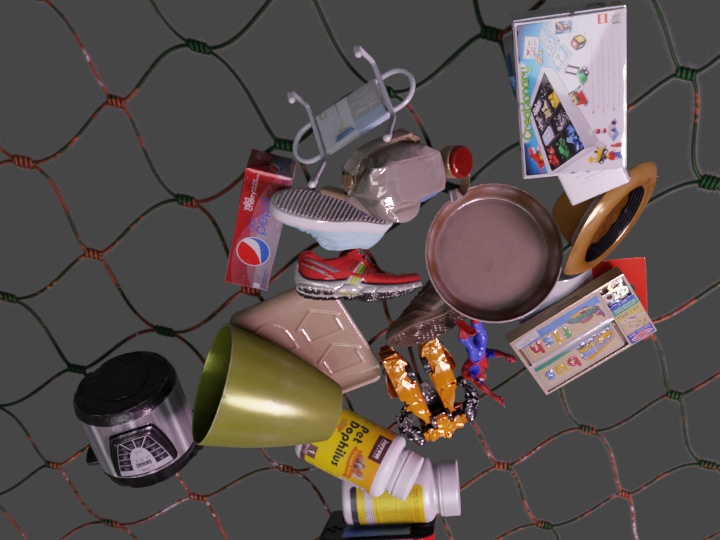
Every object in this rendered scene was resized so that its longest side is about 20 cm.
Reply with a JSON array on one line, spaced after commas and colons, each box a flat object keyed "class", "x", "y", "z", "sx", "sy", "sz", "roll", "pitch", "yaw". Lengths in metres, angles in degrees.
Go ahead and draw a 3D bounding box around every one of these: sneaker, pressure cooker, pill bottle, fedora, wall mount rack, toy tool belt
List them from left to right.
[{"class": "pressure cooker", "x": -0.359, "y": 0.256, "z": 1.520, "sx": 0.175, "sy": 0.179, "sz": 0.201, "roll": 12, "pitch": 130, "yaw": 34}, {"class": "sneaker", "x": -0.049, "y": -0.060, "z": 1.317, "sx": 0.199, "sy": 0.074, "sz": 0.082, "roll": 9, "pitch": 129, "yaw": -32}, {"class": "wall mount rack", "x": -0.019, "y": -0.193, "z": 1.206, "sx": 0.200, "sy": 0.174, "sz": 0.074, "roll": -30, "pitch": 148, "yaw": 21}, {"class": "sneaker", "x": 0.000, "y": 0.000, "z": 1.388, "sx": 0.199, "sy": 0.085, "sz": 0.077, "roll": 3, "pitch": 167, "yaw": -16}, {"class": "pill bottle", "x": 0.000, "y": 0.300, "z": 1.525, "sx": 0.199, "sy": 0.109, "sz": 0.110, "roll": 24, "pitch": 124, "yaw": 13}, {"class": "toy tool belt", "x": 0.049, "y": -0.134, "z": 1.271, "sx": 0.123, "sy": 0.200, "sz": 0.125, "roll": 5, "pitch": 112, "yaw": 44}, {"class": "pill bottle", "x": 0.071, "y": 0.382, "z": 1.603, "sx": 0.199, "sy": 0.114, "sz": 0.115, "roll": -4, "pitch": 123, "yaw": 7}, {"class": "sneaker", "x": 0.121, "y": 0.047, "z": 1.413, "sx": 0.200, "sy": 0.076, "sz": 0.070, "roll": -30, "pitch": 144, "yaw": 19}, {"class": "fedora", "x": 0.326, "y": -0.086, "z": 1.284, "sx": 0.082, "sy": 0.200, "sz": 0.201, "roll": 43, "pitch": 125, "yaw": 24}]

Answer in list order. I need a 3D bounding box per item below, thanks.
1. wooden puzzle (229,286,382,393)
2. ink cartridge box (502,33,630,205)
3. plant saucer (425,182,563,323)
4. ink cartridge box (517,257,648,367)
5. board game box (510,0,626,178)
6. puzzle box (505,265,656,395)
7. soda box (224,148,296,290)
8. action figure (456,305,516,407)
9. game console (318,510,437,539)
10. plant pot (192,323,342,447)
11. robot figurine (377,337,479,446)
[{"class": "wooden puzzle", "x": -0.086, "y": 0.117, "z": 1.487, "sx": 0.185, "sy": 0.046, "sz": 0.200, "roll": -23, "pitch": 114, "yaw": 17}, {"class": "ink cartridge box", "x": 0.264, "y": -0.208, "z": 1.188, "sx": 0.083, "sy": 0.145, "sz": 0.200, "roll": -24, "pitch": 118, "yaw": 18}, {"class": "plant saucer", "x": 0.191, "y": -0.025, "z": 1.331, "sx": 0.199, "sy": 0.032, "sz": 0.201, "roll": 0, "pitch": 87, "yaw": -3}, {"class": "ink cartridge box", "x": 0.343, "y": 0.067, "z": 1.420, "sx": 0.199, "sy": 0.047, "sz": 0.161, "roll": -7, "pitch": 122, "yaw": 10}, {"class": "board game box", "x": 0.246, "y": -0.209, "z": 1.081, "sx": 0.126, "sy": 0.035, "sz": 0.201, "roll": -5, "pitch": 122, "yaw": 8}, {"class": "puzzle box", "x": 0.337, "y": 0.095, "z": 1.405, "sx": 0.200, "sy": 0.025, "sz": 0.133, "roll": -33, "pitch": 121, "yaw": 11}, {"class": "soda box", "x": -0.149, "y": -0.072, "z": 1.354, "sx": 0.070, "sy": 0.064, "sz": 0.201, "roll": 13, "pitch": 122, "yaw": -6}, {"class": "action figure", "x": 0.200, "y": 0.135, "z": 1.417, "sx": 0.099, "sy": 0.065, "sz": 0.200, "roll": 32, "pitch": 158, "yaw": 23}, {"class": "game console", "x": 0.034, "y": 0.452, "z": 1.626, "sx": 0.199, "sy": 0.177, "sz": 0.031, "roll": -4, "pitch": 97, "yaw": 7}, {"class": "plant pot", "x": -0.136, "y": 0.196, "z": 1.426, "sx": 0.199, "sy": 0.187, "sz": 0.188, "roll": 16, "pitch": 123, "yaw": -19}, {"class": "robot figurine", "x": 0.110, "y": 0.194, "z": 1.502, "sx": 0.145, "sy": 0.058, "sz": 0.201, "roll": -25, "pitch": 119, "yaw": -1}]
